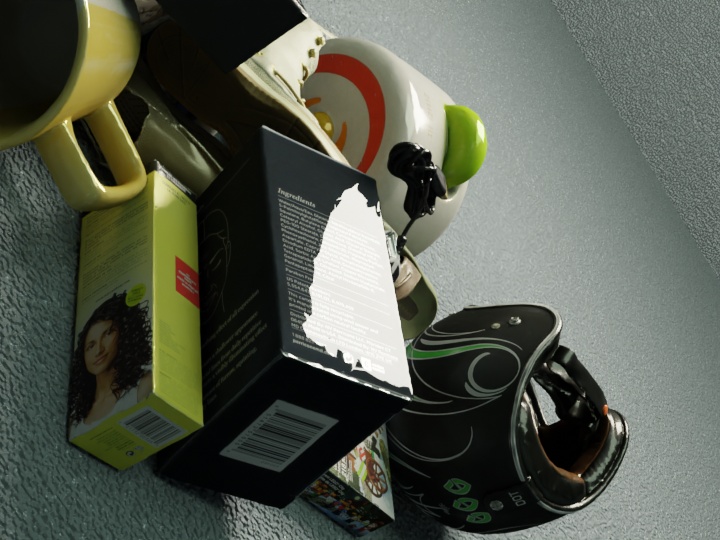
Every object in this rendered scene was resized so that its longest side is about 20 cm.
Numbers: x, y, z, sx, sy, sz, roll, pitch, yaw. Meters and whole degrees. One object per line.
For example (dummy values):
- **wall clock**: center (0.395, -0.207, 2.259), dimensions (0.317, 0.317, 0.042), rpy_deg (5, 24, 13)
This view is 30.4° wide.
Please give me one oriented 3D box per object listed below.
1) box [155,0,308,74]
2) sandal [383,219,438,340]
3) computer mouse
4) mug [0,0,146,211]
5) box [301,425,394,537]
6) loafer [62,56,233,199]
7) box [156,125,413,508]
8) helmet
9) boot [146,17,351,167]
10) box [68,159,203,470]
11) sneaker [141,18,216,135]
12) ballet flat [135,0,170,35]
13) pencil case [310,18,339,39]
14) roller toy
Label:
- **box**: center (-0.128, -0.257, 0.925), dimensions (0.141, 0.079, 0.201), rpy_deg (41, 19, -49)
- **sandal**: center (0.020, 0.014, 1.099), dimensions (0.201, 0.080, 0.057), rpy_deg (36, 14, -53)
- **computer mouse**: center (0.000, 0.000, 1.000), dimensions (0.044, 0.201, 0.110), rpy_deg (30, -3, 14)
- **mug**: center (-0.216, -0.137, 0.859), dimensions (0.153, 0.148, 0.188), rpy_deg (-33, 126, -76)
- **box**: center (-0.033, 0.095, 1.061), dimensions (0.137, 0.038, 0.201), rpy_deg (43, 28, -37)
- **loafer**: center (-0.157, -0.088, 0.983), dimensions (0.200, 0.076, 0.067), rpy_deg (47, 27, -10)
- **box**: center (-0.061, 0.033, 0.906), dimensions (0.107, 0.148, 0.201), rpy_deg (22, 42, -32)
- **helmet**: center (0.110, 0.126, 1.134), dimensions (0.199, 0.190, 0.201), rpy_deg (4, 84, -42)
- **boot**: center (-0.057, -0.133, 1.029), dimensions (0.200, 0.072, 0.155), rpy_deg (45, 30, -5)
- **box**: center (-0.145, 0.025, 0.864), dimensions (0.050, 0.075, 0.201), rpy_deg (41, 29, -39)
- **sneaker**: center (-0.159, -0.180, 1.094), dimensions (0.146, 0.081, 0.200), rpy_deg (40, 36, -11)
- **ballet flat**: center (-0.157, -0.227, 1.035), dimensions (0.046, 0.199, 0.067), rpy_deg (55, -20, 8)
- **pencil case**: center (-0.055, -0.215, 1.318), dimensions (0.200, 0.089, 0.078), rpy_deg (22, 43, -58)
- **roller toy**: center (-0.010, -0.101, 1.161), dimensions (0.183, 0.200, 0.140), rpy_deg (48, 13, 33)
